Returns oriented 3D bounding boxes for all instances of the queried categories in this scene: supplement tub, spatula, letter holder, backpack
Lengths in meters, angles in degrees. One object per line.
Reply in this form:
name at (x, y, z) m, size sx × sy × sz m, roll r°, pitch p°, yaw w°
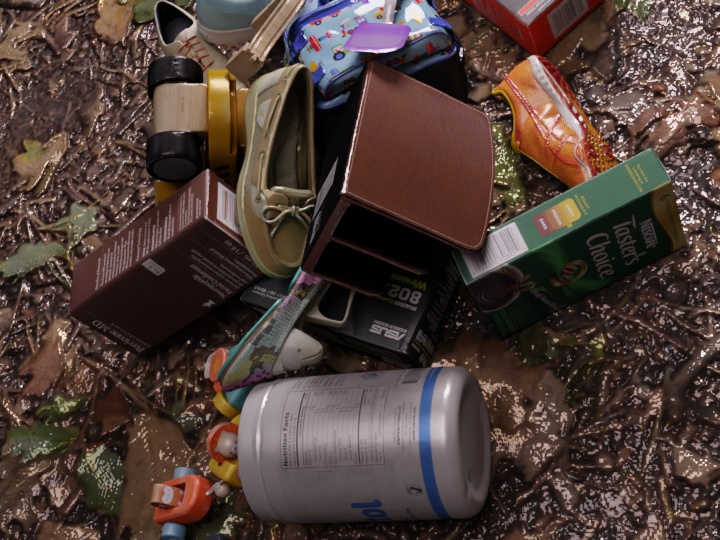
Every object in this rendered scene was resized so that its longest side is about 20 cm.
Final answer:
supplement tub at (0.007, 0.155, 1.052) m, size 0.198 × 0.132 × 0.133 m, roll -7°, pitch 62°, yaw 20°
spatula at (0.033, -0.272, 1.167) m, size 0.056 × 0.021 × 0.201 m, roll 6°, pitch 52°, yaw 14°
letter holder at (0.040, -0.075, 1.091) m, size 0.141 × 0.101 × 0.201 m, roll 21°, pitch 43°, yaw -11°
backpack at (0.002, -0.234, 1.247) m, size 0.181 × 0.135 × 0.201 m, roll -21°, pitch 51°, yaw -3°

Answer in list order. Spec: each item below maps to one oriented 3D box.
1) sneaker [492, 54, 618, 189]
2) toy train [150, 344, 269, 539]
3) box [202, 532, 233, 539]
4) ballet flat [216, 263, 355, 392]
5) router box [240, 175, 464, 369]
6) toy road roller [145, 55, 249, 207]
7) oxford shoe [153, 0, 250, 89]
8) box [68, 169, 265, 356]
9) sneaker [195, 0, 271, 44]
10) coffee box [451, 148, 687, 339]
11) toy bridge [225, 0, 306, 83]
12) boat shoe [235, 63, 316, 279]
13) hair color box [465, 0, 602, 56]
sneaker at (0.194, -0.120, 1.166) m, size 0.077 × 0.073 × 0.201 m, roll -42°, pitch 50°, yaw 24°
toy train at (-0.148, 0.151, 1.136) m, size 0.150 × 0.055 × 0.201 m, roll -18°, pitch 52°, yaw 43°
box at (-0.163, 0.360, 1.032) m, size 0.181 × 0.104 × 0.201 m, roll -22°, pitch 58°, yaw 12°
ballet flat at (-0.050, 0.040, 1.097) m, size 0.071 × 0.069 × 0.201 m, roll 33°, pitch 72°, yaw 6°
router box at (0.000, 0.000, 1.175) m, size 0.199 × 0.062 × 0.151 m, roll 16°, pitch 73°, yaw 28°
toy road roller at (-0.145, -0.125, 1.241) m, size 0.145 × 0.200 × 0.124 m, roll -1°, pitch 65°, yaw -6°
oxford shoe at (-0.186, -0.234, 1.365) m, size 0.071 × 0.074 × 0.200 m, roll -40°, pitch 57°, yaw -1°
box at (-0.190, -0.004, 1.194) m, size 0.199 × 0.100 × 0.075 m, roll -31°, pitch 41°, yaw 27°
sneaker at (-0.089, -0.316, 1.335) m, size 0.199 × 0.082 × 0.074 m, roll -22°, pitch 57°, yaw -16°
coffee box at (0.191, -0.020, 1.072) m, size 0.199 × 0.123 × 0.044 m, roll -27°, pitch 56°, yaw 6°
toy bridge at (-0.083, -0.265, 1.218) m, size 0.067 × 0.027 × 0.201 m, roll -35°, pitch 24°, yaw 36°
boat shoe at (-0.071, -0.094, 1.138) m, size 0.063 × 0.073 × 0.202 m, roll -11°, pitch 74°, yaw 51°
hair color box at (0.157, -0.327, 1.279) m, size 0.101 × 0.061 × 0.200 m, roll -42°, pitch 56°, yaw -2°
